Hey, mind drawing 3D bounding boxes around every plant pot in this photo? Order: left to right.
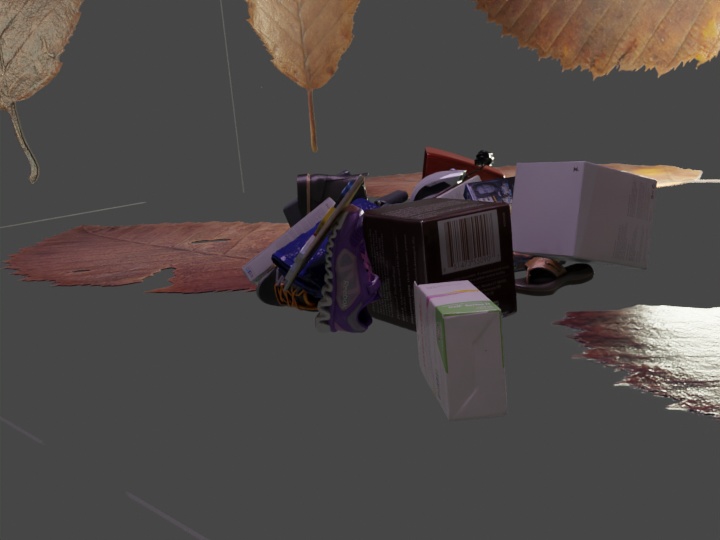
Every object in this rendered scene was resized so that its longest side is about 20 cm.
[{"bbox_3d":[0.218,-0.156,2.086,0.172,0.205,0.200,5,11,1],"label":"plant pot"}]

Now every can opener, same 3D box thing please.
[{"bbox_3d":[0.058,-0.110,1.819,0.066,0.055,0.199,10,19,23],"label":"can opener"}]

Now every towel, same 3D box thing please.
[{"bbox_3d":[-0.029,-0.034,1.545,0.199,0.050,0.147,-35,43,-24],"label":"towel"}]

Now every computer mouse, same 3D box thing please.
[{"bbox_3d":[0.173,-0.184,1.885,0.197,0.044,0.110,-29,2,13],"label":"computer mouse"}]

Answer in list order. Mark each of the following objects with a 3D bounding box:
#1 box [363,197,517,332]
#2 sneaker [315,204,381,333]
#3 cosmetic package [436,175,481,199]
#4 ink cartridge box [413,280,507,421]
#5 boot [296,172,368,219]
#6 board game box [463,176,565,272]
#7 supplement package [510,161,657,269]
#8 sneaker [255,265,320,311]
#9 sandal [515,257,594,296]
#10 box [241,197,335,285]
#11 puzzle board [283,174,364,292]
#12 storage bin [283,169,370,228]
[{"bbox_3d":[0.110,-0.013,1.428,0.163,0.168,0.199,-12,12,-28],"label":"box"},{"bbox_3d":[-0.008,0.005,1.379,0.087,0.204,0.080,15,24,16],"label":"sneaker"},{"bbox_3d":[0.157,-0.100,1.879,0.197,0.086,0.108,-28,3,-6],"label":"cosmetic package"},{"bbox_3d":[0.108,0.080,1.071,0.066,0.120,0.200,-6,11,-5],"label":"ink cartridge box"},{"bbox_3d":[-0.044,-0.083,1.793,0.135,0.205,0.078,-5,16,3],"label":"boot"},{"bbox_3d":[0.284,-0.088,1.754,0.133,0.035,0.202,-9,52,-13],"label":"board game box"},{"bbox_3d":[0.372,-0.092,1.597,0.197,0.155,0.149,7,0,-38],"label":"supplement package"},{"bbox_3d":[-0.097,0.032,1.579,0.197,0.079,0.077,-7,27,31],"label":"sneaker"},{"bbox_3d":[0.303,0.003,1.536,0.197,0.056,0.081,-12,13,-33],"label":"sandal"},{"bbox_3d":[-0.107,-0.043,1.688,0.199,0.037,0.144,-37,-13,3],"label":"box"},{"bbox_3d":[-0.060,-0.052,1.395,0.152,0.017,0.200,-54,1,-17],"label":"puzzle board"},{"bbox_3d":[-0.059,-0.105,1.903,0.198,0.136,0.146,-30,7,2],"label":"storage bin"}]
